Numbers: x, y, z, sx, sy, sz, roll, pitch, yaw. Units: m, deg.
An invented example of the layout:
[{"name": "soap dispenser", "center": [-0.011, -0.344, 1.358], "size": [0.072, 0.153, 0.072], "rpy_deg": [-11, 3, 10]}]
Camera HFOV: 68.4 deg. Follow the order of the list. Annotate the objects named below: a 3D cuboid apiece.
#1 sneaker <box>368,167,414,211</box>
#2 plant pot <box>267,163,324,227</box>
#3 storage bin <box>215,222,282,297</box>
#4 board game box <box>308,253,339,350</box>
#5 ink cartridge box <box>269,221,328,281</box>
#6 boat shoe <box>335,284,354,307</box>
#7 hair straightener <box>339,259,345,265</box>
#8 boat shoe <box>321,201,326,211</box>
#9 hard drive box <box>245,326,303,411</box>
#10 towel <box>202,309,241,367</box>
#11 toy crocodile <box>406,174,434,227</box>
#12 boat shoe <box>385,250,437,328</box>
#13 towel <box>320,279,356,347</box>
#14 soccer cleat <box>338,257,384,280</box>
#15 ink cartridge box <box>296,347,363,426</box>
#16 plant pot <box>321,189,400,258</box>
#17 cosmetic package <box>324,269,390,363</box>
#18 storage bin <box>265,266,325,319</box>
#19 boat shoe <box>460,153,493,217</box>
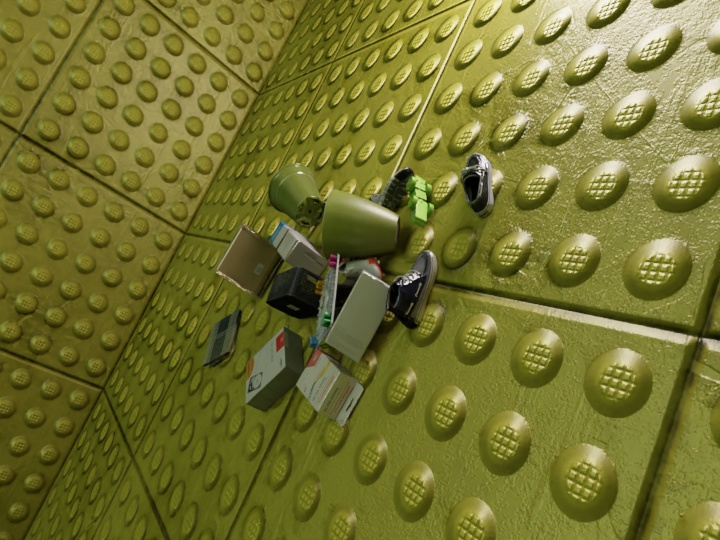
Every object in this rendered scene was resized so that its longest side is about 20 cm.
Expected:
[{"name": "sneaker", "center": [0.076, -0.231, 1.589], "size": [0.203, 0.074, 0.116], "rpy_deg": [-55, 30, 7]}, {"name": "plant pot", "center": [-0.218, -0.256, 1.937], "size": [0.202, 0.198, 0.191], "rpy_deg": [-50, 44, 10]}, {"name": "storage bin", "center": [-0.419, -0.036, 2.007], "size": [0.204, 0.196, 0.094], "rpy_deg": [-57, 15, -1]}, {"name": "board game box", "center": [-0.100, 0.087, 1.430], "size": [0.201, 0.025, 0.206], "rpy_deg": [122, 156, -59]}, {"name": "ink cartridge box", "center": [-0.209, -0.067, 1.779], "size": [0.085, 0.145, 0.200], "rpy_deg": [-52, 32, 5]}, {"name": "boat shoe", "center": [-0.011, 0.074, 1.449], "size": [0.195, 0.069, 0.073], "rpy_deg": [-3, 78, 40]}, {"name": "hair straightener", "center": [-0.027, -0.089, 1.602], "size": [0.203, 0.040, 0.078], "rpy_deg": [-59, 33, 30]}, {"name": "boat shoe", "center": [-0.095, -0.170, 1.773], "size": [0.063, 0.074, 0.202], "rpy_deg": [-44, 38, 5]}, {"name": "hard drive box", "center": [-0.264, 0.301, 1.615], "size": [0.200, 0.076, 0.158], "rpy_deg": [-44, 35, 22]}, {"name": "towel", "center": [-0.539, 0.270, 2.077], "size": [0.190, 0.034, 0.205], "rpy_deg": [-28, 41, 36]}, {"name": "toy crocodile", "center": [0.157, -0.192, 1.448], "size": [0.062, 0.066, 0.205], "rpy_deg": [127, 155, -43]}, {"name": "boat shoe", "center": [0.123, 0.028, 1.285], "size": [0.073, 0.092, 0.206], "rpy_deg": [-12, 54, 48]}, {"name": "towel", "center": [-0.061, 0.120, 1.533], "size": [0.141, 0.022, 0.206], "rpy_deg": [-18, 50, 46]}, {"name": "soccer cleat", "center": [0.000, 0.000, 1.484], "size": [0.084, 0.070, 0.199], "rpy_deg": [-29, 23, -17]}, {"name": "ink cartridge box", "center": [-0.082, 0.299, 1.369], "size": [0.119, 0.067, 0.199], "rpy_deg": [-59, 32, -2]}, {"name": "plant pot", "center": [0.009, -0.117, 1.466], "size": [0.192, 0.189, 0.193], "rpy_deg": [7, 61, 10]}, {"name": "cosmetic package", "center": [0.002, 0.114, 1.340], "size": [0.204, 0.106, 0.085], "rpy_deg": [-59, 1, 2]}, {"name": "storage bin", "center": [-0.190, 0.073, 1.626], "size": [0.198, 0.133, 0.097], "rpy_deg": [-18, 49, 55]}, {"name": "boat shoe", "center": [0.279, -0.225, 1.301], "size": [0.073, 0.067, 0.205], "rpy_deg": [-26, 44, 39]}]
